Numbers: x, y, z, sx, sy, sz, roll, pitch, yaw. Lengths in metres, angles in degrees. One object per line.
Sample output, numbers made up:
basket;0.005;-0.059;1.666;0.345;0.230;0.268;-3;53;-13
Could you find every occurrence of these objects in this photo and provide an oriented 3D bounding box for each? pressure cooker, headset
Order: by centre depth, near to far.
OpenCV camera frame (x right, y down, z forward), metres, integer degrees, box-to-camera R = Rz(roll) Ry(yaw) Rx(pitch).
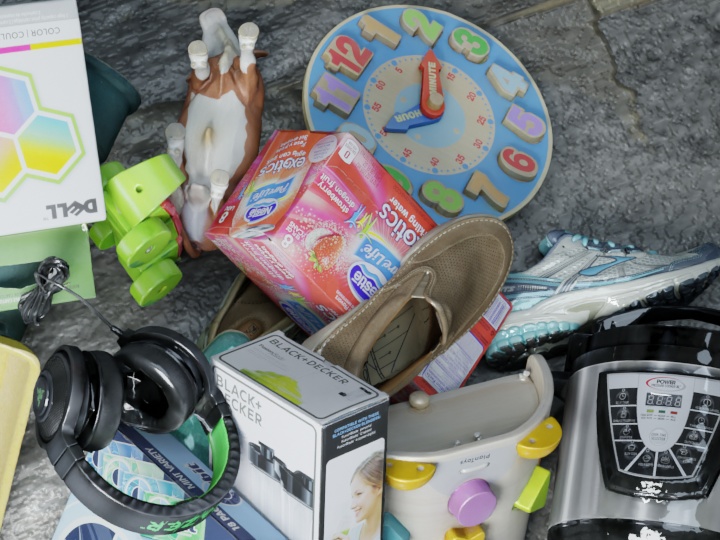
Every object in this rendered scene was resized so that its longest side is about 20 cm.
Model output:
headset;-0.159;0.081;1.347;0.123;0.094;0.201;-13;65;-40
pressure cooker;0.223;0.121;1.500;0.175;0.178;0.201;21;69;-27

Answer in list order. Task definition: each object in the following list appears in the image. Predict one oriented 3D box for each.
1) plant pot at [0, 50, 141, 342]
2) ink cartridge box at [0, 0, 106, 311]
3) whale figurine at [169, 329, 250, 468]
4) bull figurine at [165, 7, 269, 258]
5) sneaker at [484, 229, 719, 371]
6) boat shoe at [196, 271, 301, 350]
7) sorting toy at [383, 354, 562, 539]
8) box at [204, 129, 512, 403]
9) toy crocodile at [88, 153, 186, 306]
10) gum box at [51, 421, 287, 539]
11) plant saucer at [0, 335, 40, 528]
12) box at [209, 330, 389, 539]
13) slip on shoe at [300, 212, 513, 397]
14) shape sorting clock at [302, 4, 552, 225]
plant pot;-0.279;-0.062;1.493;0.199;0.200;0.197;18;79;-1
ink cartridge box;-0.228;-0.072;1.387;0.103;0.059;0.201;-9;96;-21
whale figurine;-0.076;0.120;1.472;0.199;0.104;0.160;-8;114;-2
bull figurine;-0.105;-0.112;1.554;0.065;0.122;0.201;4;69;2
sneaker;0.175;0.002;1.581;0.199;0.078;0.087;-16;72;-12
boat shoe;-0.047;0.003;1.559;0.073;0.063;0.200;33;71;5
sorting toy;0.056;0.175;1.469;0.199;0.181;0.107;-12;32;-24
box;0.000;0.000;1.502;0.200;0.095;0.100;45;69;-29
toy crocodile;-0.151;-0.030;1.486;0.062;0.200;0.068;-35;75;-12
gum box;-0.138;0.223;1.396;0.170;0.044;0.201;38;115;32
plant saucer;-0.324;0.094;1.456;0.199;0.201;0.049;19;32;-1
box;-0.043;0.155;1.386;0.060;0.201;0.116;-19;34;-37
slip on shoe;0.042;0.029;1.436;0.200;0.060;0.076;-34;113;-31
shape sorting clock;0.052;-0.118;1.604;0.199;0.039;0.201;7;58;-12
